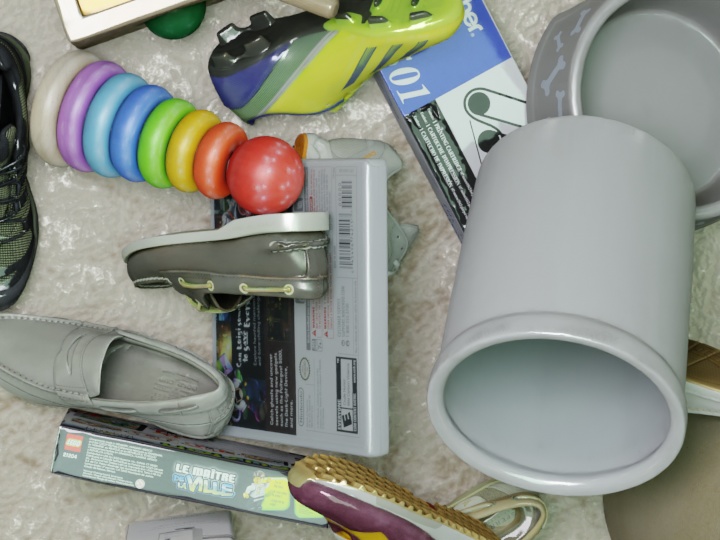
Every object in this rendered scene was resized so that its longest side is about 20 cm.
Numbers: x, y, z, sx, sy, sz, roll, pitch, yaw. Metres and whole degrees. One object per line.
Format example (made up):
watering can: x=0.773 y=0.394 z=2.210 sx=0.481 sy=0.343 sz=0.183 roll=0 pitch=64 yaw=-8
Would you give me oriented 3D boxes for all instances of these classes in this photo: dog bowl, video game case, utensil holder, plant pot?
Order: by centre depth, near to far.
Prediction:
utensil holder: x=0.142 y=0.020 z=1.431 sx=0.169 sy=0.170 sz=0.201 roll=18 pitch=51 yaw=-5
video game case: x=-0.045 y=0.023 z=1.498 sx=0.023 sy=0.181 sz=0.202 roll=-3 pitch=94 yaw=-40
plant pot: x=0.281 y=0.172 z=1.509 sx=0.186 sy=0.200 sz=0.189 roll=0 pitch=93 yaw=-4
dog bowl: x=0.221 y=-0.122 z=1.539 sx=0.198 sy=0.059 sz=0.202 roll=1 pitch=87 yaw=-17

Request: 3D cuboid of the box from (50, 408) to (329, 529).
box: x=-0.118 y=0.140 z=1.521 sx=0.198 sy=0.110 sz=0.035 roll=12 pitch=92 yaw=-4

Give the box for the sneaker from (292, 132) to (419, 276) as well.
sneaker: x=0.000 y=0.000 z=1.545 sx=0.091 sy=0.076 sz=0.202 roll=-3 pitch=96 yaw=-11

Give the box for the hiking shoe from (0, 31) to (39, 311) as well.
hiking shoe: x=-0.269 y=-0.070 z=1.503 sx=0.075 sy=0.101 sz=0.202 roll=-2 pitch=92 yaw=-1

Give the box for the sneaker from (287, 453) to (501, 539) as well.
sneaker: x=0.020 y=0.197 z=1.467 sx=0.199 sy=0.075 sz=0.091 roll=28 pitch=94 yaw=-31

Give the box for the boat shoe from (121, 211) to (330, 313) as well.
boat shoe: x=-0.096 y=-0.001 z=1.484 sx=0.072 sy=0.201 sz=0.061 roll=-5 pitch=87 yaw=-44

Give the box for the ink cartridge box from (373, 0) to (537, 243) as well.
ink cartridge box: x=0.073 y=-0.123 z=1.556 sx=0.094 sy=0.044 sz=0.201 roll=-28 pitch=94 yaw=-4

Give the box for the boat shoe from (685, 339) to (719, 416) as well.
boat shoe: x=0.192 y=0.083 z=1.533 sx=0.199 sy=0.071 sz=0.070 roll=13 pitch=110 yaw=36

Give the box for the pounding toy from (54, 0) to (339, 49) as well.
pounding toy: x=-0.134 y=-0.240 z=1.485 sx=0.183 sy=0.142 sz=0.202 roll=-19 pitch=94 yaw=-3

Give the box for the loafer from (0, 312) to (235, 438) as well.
loafer: x=-0.185 y=0.066 z=1.520 sx=0.198 sy=0.070 sz=0.070 roll=12 pitch=65 yaw=3

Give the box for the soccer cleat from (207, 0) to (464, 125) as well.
soccer cleat: x=-0.012 y=-0.154 z=1.512 sx=0.199 sy=0.065 sz=0.084 roll=-13 pitch=129 yaw=22

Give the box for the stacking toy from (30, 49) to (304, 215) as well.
stacking toy: x=-0.128 y=-0.090 z=1.484 sx=0.199 sy=0.085 sz=0.086 roll=18 pitch=92 yaw=22

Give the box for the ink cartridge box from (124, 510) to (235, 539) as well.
ink cartridge box: x=-0.118 y=0.258 z=1.481 sx=0.082 sy=0.200 sz=0.148 roll=-8 pitch=94 yaw=-4

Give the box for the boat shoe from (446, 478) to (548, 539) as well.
boat shoe: x=0.049 y=0.222 z=1.561 sx=0.200 sy=0.063 sz=0.074 roll=-31 pitch=95 yaw=-3
